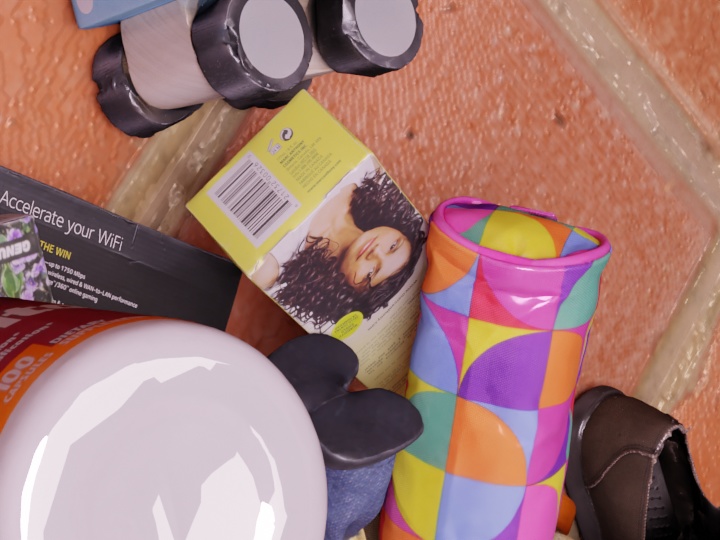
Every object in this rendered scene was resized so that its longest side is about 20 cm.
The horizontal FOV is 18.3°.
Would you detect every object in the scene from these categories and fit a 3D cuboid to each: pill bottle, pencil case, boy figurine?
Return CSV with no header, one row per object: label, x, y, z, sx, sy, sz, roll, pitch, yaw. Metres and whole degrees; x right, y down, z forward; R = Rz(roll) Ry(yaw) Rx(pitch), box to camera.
pill bottle,-0.106,0.067,0.723,0.112,0.199,0.114,-2,93,-34
pencil case,0.054,0.069,0.965,0.088,0.088,0.202,-10,118,-40
boy figurine,-0.041,0.119,0.978,0.064,0.124,0.201,-24,148,-45

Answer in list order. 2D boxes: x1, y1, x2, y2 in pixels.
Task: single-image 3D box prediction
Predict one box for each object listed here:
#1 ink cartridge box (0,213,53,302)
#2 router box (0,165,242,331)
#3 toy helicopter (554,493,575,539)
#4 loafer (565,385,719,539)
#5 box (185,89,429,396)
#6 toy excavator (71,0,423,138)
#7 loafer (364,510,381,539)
ink cartridge box,-0.157,0.088,0.841,0.108,0.050,0.202,-18,101,-34
router box,-0.153,0.037,0.912,0.199,0.051,0.150,24,79,-39
toy helicopter,0.143,0.161,1.090,0.132,0.200,0.079,31,70,-25
loafer,0.164,0.157,1.194,0.073,0.071,0.201,-40,119,-31
box,0.000,0.000,0.985,0.075,0.050,0.200,-45,151,0
toy excavator,-0.087,-0.162,0.938,0.194,0.100,0.202,-15,91,-42
loafer,0.017,0.190,1.064,0.068,0.075,0.202,-18,107,-45
